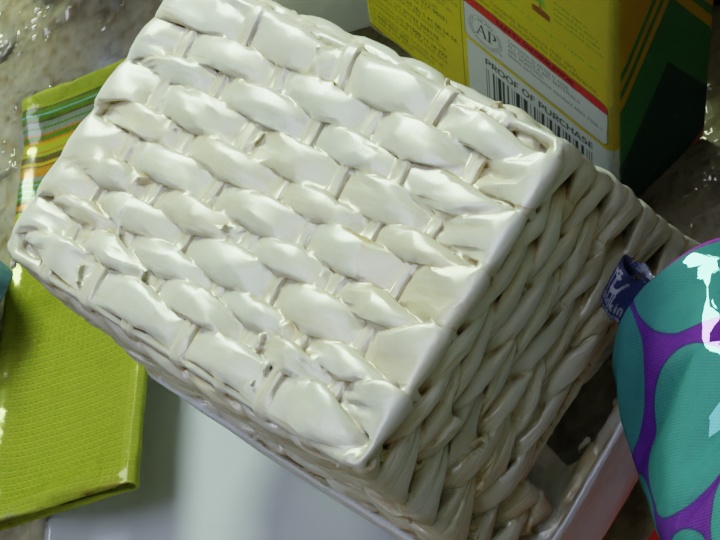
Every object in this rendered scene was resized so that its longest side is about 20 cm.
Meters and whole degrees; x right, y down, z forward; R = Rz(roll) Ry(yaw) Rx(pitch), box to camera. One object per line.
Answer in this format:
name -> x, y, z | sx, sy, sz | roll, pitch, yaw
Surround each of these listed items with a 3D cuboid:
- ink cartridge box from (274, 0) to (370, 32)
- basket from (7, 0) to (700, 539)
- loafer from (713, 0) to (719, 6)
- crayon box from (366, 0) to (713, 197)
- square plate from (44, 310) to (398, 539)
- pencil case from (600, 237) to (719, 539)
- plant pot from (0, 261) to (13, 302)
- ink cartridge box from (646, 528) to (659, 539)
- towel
ink cartridge box -> -0.015, -0.196, 0.932 | 0.117, 0.067, 0.201 | -16, 61, 2
basket -> 0.000, 0.000, 0.778 | 0.200, 0.123, 0.136 | 28, 83, 38
loafer -> 0.146, -0.134, 0.798 | 0.199, 0.073, 0.072 | 4, 72, 42
crayon box -> 0.054, -0.116, 0.758 | 0.051, 0.200, 0.127 | -42, 67, -15
square plate -> -0.038, 0.061, 0.884 | 0.199, 0.028, 0.199 | -16, 57, 34
pencil case -> 0.127, 0.071, 0.644 | 0.200, 0.085, 0.093 | -103, 22, -52
plant pot -> -0.276, 0.003, 0.971 | 0.142, 0.200, 0.141 | -59, 22, -2
ink cartridge box -> 0.166, 0.091, 0.680 | 0.163, 0.057, 0.200 | -51, 50, 7
towel -> -0.115, 0.004, 0.952 | 0.086, 0.018, 0.201 | -21, 54, 35
